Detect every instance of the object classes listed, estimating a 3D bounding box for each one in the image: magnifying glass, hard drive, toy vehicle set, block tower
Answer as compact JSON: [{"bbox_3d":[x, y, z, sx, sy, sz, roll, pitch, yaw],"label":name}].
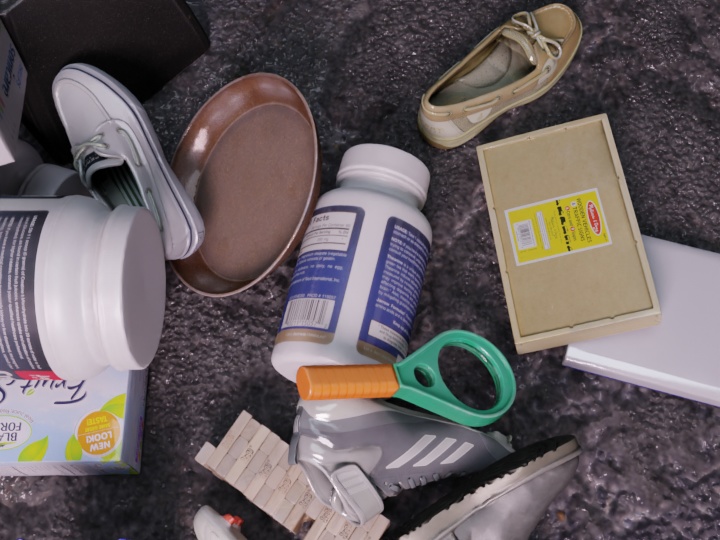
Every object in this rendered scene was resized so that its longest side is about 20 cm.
[{"bbox_3d":[0.041,0.083,0.692,0.198,0.022,0.080,2,56,-33],"label":"magnifying glass"},{"bbox_3d":[0.287,0.044,0.786,0.197,0.025,0.133,14,70,8],"label":"hard drive"},{"bbox_3d":[0.180,-0.036,0.799,0.123,0.027,0.202,-12,64,11],"label":"toy vehicle set"},{"bbox_3d":[-0.038,0.192,0.731,0.199,0.054,0.058,32,73,13],"label":"block tower"}]

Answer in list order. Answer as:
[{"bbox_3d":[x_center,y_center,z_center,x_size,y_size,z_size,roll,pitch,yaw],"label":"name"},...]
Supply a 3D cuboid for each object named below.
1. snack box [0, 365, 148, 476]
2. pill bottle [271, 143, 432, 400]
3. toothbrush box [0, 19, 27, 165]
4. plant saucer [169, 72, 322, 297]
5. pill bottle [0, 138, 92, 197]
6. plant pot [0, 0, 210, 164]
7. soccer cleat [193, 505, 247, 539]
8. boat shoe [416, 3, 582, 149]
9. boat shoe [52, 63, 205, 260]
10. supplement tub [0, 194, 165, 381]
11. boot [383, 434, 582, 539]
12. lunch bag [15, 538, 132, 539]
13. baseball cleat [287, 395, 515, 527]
[{"bbox_3d":[-0.286,0.088,0.774,0.197,0.068,0.171,-1,68,3],"label":"snack box"},{"bbox_3d":[0.000,0.000,0.771,0.109,0.111,0.202,12,70,7],"label":"pill bottle"},{"bbox_3d":[-0.370,-0.124,0.691,0.197,0.087,0.146,-17,41,-2],"label":"toothbrush box"},{"bbox_3d":[-0.102,-0.073,0.799,0.199,0.034,0.203,-14,69,39],"label":"plant saucer"},{"bbox_3d":[-0.351,-0.069,0.810,0.197,0.120,0.121,14,70,8],"label":"pill bottle"},{"bbox_3d":[-0.290,-0.262,0.849,0.199,0.178,0.200,-42,74,-12],"label":"plant pot"},{"bbox_3d":[-0.077,0.274,0.697,0.077,0.069,0.200,-39,75,-9],"label":"soccer cleat"},{"bbox_3d":[0.137,-0.196,0.864,0.200,0.063,0.073,-35,72,-10],"label":"boat shoe"},{"bbox_3d":[-0.209,-0.095,0.774,0.073,0.067,0.201,-42,83,29],"label":"boat shoe"},{"bbox_3d":[-0.262,0.013,0.692,0.197,0.141,0.142,0,69,3],"label":"supplement tub"},{"bbox_3d":[0.129,0.247,0.665,0.181,0.073,0.201,-32,83,2],"label":"boot"},{"bbox_3d":[-0.193,0.303,0.644,0.093,0.151,0.203,-1,69,2],"label":"lunch bag"},{"bbox_3d":[0.032,0.154,0.708,0.198,0.070,0.108,21,70,-19],"label":"baseball cleat"}]
